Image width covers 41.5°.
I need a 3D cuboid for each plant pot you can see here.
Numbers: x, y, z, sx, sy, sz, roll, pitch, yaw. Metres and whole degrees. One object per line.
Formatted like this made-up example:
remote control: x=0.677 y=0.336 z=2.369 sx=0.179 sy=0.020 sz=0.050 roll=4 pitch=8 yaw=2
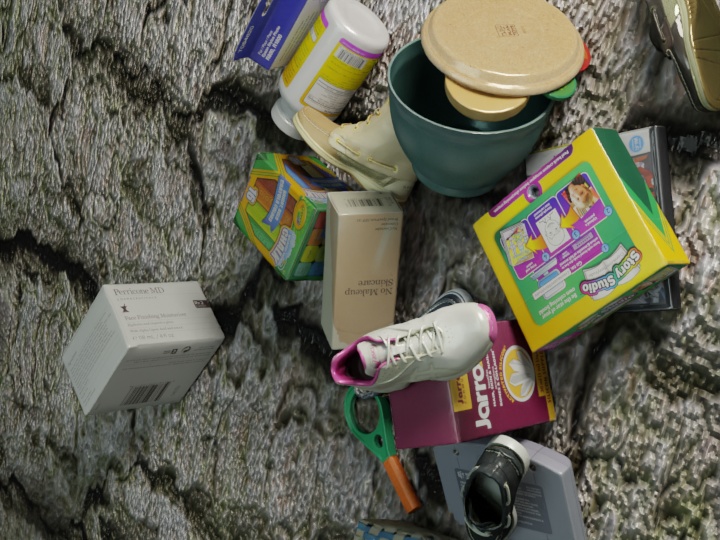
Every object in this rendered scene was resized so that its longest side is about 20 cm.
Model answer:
plant pot: x=0.126 y=-0.177 z=1.151 sx=0.201 sy=0.198 sz=0.135 roll=48 pitch=150 yaw=33

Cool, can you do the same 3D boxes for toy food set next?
toy food set: x=0.167 y=-0.258 z=1.099 sx=0.049 sy=0.195 sz=0.201 roll=94 pitch=153 yaw=-49

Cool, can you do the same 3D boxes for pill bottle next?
pill bottle: x=-0.051 y=-0.285 z=1.368 sx=0.200 sy=0.103 sz=0.105 roll=-49 pitch=59 yaw=34

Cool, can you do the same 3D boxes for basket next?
basket: x=0.045 y=0.442 z=1.268 sx=0.175 sy=0.138 sz=0.204 roll=0 pitch=82 yaw=44

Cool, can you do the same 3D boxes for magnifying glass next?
magnifying glass: x=0.033 y=0.251 z=1.361 sx=0.080 sy=0.022 sz=0.202 roll=-46 pitch=58 yaw=36

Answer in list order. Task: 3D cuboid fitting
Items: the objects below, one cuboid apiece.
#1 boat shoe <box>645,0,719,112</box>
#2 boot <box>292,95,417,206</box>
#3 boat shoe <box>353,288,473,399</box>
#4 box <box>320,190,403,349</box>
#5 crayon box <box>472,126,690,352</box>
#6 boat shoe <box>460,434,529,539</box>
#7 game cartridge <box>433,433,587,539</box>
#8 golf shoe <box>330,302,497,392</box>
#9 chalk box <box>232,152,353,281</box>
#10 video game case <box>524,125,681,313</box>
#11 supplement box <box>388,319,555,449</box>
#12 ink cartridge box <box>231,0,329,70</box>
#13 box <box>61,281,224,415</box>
boat shoe: x=0.339 y=-0.257 z=1.002 sx=0.066 sy=0.071 sz=0.204 roll=-24 pitch=74 yaw=53
boot: x=0.015 y=-0.204 z=1.297 sx=0.199 sy=0.073 sz=0.156 roll=39 pitch=118 yaw=11
boat shoe: x=0.071 y=0.105 z=1.266 sx=0.071 sy=0.090 sz=0.201 roll=55 pitch=126 yaw=29
box: x=0.000 y=0.000 z=1.288 sx=0.078 sy=0.093 sz=0.203 roll=-118 pitch=27 yaw=-61
crayon box: x=0.242 y=-0.031 z=1.076 sx=0.200 sy=0.058 sz=0.175 roll=-40 pitch=65 yaw=39
boat shoe: x=0.148 y=0.275 z=1.122 sx=0.075 sy=0.060 sz=0.202 roll=25 pitch=137 yaw=26
game cartridge: x=0.182 y=0.267 z=1.169 sx=0.198 sy=0.040 sz=0.135 roll=2 pitch=117 yaw=45
golf shoe: x=0.053 y=0.088 z=1.004 sx=0.199 sy=0.091 sz=0.076 roll=-27 pitch=72 yaw=36
chalk box: x=-0.072 y=-0.066 z=1.383 sx=0.200 sy=0.123 sz=0.126 roll=44 pitch=121 yaw=35
video game case: x=0.275 y=-0.051 z=1.099 sx=0.179 sy=0.025 sz=0.204 roll=-7 pitch=86 yaw=45
supplement box: x=0.130 y=0.130 z=1.129 sx=0.102 sy=0.198 sz=0.133 roll=-14 pitch=82 yaw=44
ink cartridge box: x=-0.077 y=-0.375 z=1.329 sx=0.040 sy=0.200 sz=0.201 roll=40 pitch=122 yaw=8
box: x=-0.377 y=0.132 z=1.646 sx=0.201 sy=0.197 sz=0.132 roll=-51 pitch=58 yaw=33
